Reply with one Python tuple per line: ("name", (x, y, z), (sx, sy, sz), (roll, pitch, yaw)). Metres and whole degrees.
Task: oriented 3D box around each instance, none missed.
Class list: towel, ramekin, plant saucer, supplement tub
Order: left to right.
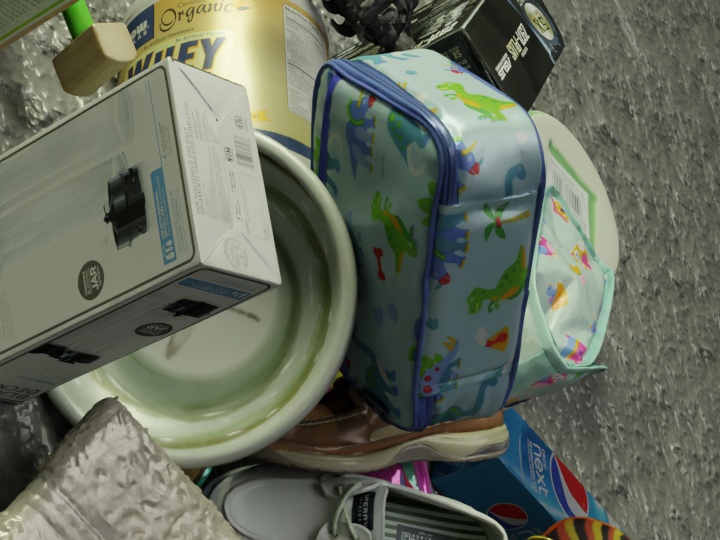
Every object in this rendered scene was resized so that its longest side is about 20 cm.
("towel", (-0.116, 0.181, 0.803), (0.200, 0.034, 0.133), (53, 56, -20))
("plant saucer", (-0.096, 0.014, 0.860), (0.050, 0.200, 0.201), (27, 43, -77))
("supplement tub", (-0.090, -0.109, 0.983), (0.144, 0.144, 0.201), (31, 45, -45))
("ramekin", (0.156, -0.050, 1.371), (0.200, 0.098, 0.201), (36, 42, -40))

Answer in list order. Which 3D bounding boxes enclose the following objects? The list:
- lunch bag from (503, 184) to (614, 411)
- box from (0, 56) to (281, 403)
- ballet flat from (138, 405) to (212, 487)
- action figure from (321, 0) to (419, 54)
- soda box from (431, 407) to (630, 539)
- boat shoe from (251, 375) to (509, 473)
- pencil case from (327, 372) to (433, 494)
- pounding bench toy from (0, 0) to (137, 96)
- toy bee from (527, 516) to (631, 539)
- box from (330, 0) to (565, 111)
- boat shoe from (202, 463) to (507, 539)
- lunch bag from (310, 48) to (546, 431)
("lunch bag", (0.097, 0.049, 1.135), (0.122, 0.170, 0.200), (53, 28, -22))
("box", (-0.143, -0.015, 0.780), (0.060, 0.200, 0.117), (14, 59, -51))
("ballet flat", (-0.095, 0.059, 0.939), (0.063, 0.069, 0.200), (42, 34, -12))
("action figure", (0.005, -0.212, 0.977), (0.200, 0.102, 0.119), (43, 11, -52))
("soda box", (0.143, 0.197, 1.210), (0.200, 0.068, 0.064), (47, 35, -29))
("boat shoe", (0.009, 0.088, 0.950), (0.199, 0.076, 0.072), (-1, 92, -37))
("pencil case", (0.011, 0.136, 1.031), (0.088, 0.088, 0.201), (4, 65, -57))
("pounding bench toy", (-0.219, -0.207, 0.868), (0.200, 0.124, 0.156), (30, 45, -45))
("toy bee", (0.111, 0.234, 1.098), (0.109, 0.131, 0.200), (46, 38, 15))
("box", (0.042, -0.140, 1.155), (0.086, 0.200, 0.164), (56, 31, -15))
("boat shoe", (-0.002, 0.154, 0.932), (0.199, 0.067, 0.074), (9, 65, -21))
("lunch bag", (0.027, -0.019, 0.858), (0.082, 0.201, 0.161), (-10, 32, -26))
